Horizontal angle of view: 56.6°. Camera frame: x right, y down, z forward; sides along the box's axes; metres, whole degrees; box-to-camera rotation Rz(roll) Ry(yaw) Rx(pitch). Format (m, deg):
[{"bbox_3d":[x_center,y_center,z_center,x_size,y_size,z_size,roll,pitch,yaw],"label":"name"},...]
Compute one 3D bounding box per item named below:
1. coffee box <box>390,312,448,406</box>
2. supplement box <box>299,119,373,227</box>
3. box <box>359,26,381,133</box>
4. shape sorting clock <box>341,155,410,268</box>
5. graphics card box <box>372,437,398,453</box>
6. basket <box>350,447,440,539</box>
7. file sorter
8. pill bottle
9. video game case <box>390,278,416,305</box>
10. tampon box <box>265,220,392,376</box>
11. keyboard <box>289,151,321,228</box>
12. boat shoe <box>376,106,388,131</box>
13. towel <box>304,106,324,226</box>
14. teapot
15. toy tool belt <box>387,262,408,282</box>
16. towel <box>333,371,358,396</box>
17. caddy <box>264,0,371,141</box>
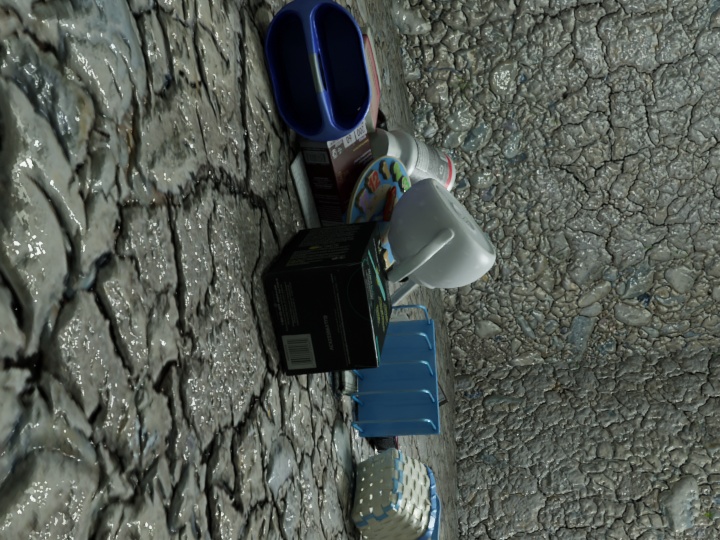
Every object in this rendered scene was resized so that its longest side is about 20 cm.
[{"bbox_3d":[0.096,0.197,1.391,0.200,0.080,0.113,64,-9,5],"label":"coffee box"},{"bbox_3d":[-0.024,-0.140,1.103,0.109,0.061,0.200,-43,131,-40],"label":"supplement box"},{"bbox_3d":[-0.029,-0.348,1.236,0.200,0.109,0.128,-83,162,-49],"label":"box"},{"bbox_3d":[0.037,-0.091,1.113,0.200,0.039,0.200,-19,114,-52],"label":"shape sorting clock"},{"bbox_3d":[0.045,0.275,1.338,0.200,0.051,0.126,77,11,-56],"label":"graphics card box"},{"bbox_3d":[0.077,0.422,1.181,0.200,0.139,0.176,45,27,-21],"label":"basket"},{"bbox_3d":[0.053,0.169,1.121,0.123,0.139,0.200,59,28,-67],"label":"file sorter"},{"bbox_3d":[0.084,-0.202,1.276,0.200,0.111,0.111,15,66,-47],"label":"pill bottle"},{"bbox_3d":[0.081,0.051,1.367,0.023,0.182,0.200,47,-1,5],"label":"video game case"},{"bbox_3d":[-0.035,0.032,0.928,0.200,0.126,0.150,-67,150,-70],"label":"tampon box"},{"bbox_3d":[-0.080,-0.089,1.077,0.056,0.011,0.200,-80,160,-56],"label":"keyboard"},{"bbox_3d":[0.002,-0.319,1.344,0.060,0.074,0.200,87,-17,-46],"label":"boat shoe"},{"bbox_3d":[-0.055,-0.180,1.118,0.086,0.018,0.200,-31,121,-48],"label":"towel"},{"bbox_3d":[0.111,-0.040,1.078,0.200,0.146,0.197,35,22,-43],"label":"teapot"},{"bbox_3d":[0.036,-0.064,1.401,0.125,0.123,0.200,92,-8,-63],"label":"toy tool belt"},{"bbox_3d":[-0.016,0.127,1.211,0.193,0.035,0.200,45,39,-73],"label":"towel"},{"bbox_3d":[-0.058,-0.291,0.972,0.105,0.141,0.200,-77,157,-68],"label":"caddy"}]
